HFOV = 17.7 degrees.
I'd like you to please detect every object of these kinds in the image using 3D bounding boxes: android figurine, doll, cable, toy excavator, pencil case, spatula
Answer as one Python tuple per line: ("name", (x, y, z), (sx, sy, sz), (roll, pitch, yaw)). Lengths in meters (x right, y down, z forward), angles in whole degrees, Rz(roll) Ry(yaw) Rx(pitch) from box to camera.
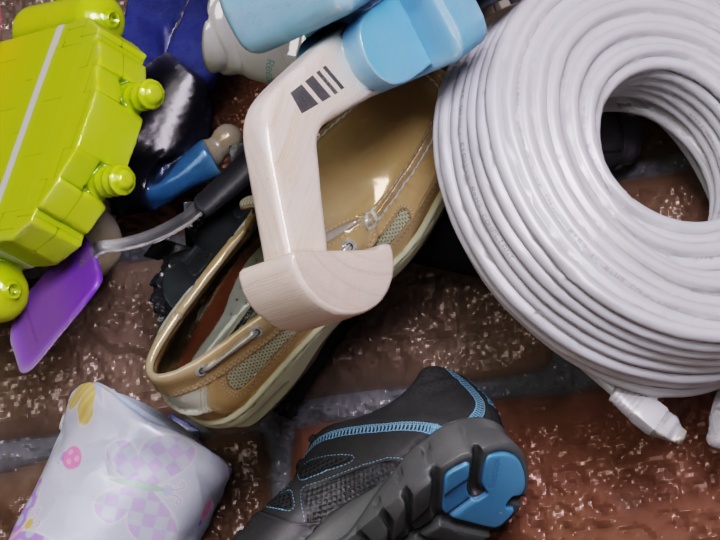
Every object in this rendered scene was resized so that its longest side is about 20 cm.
("android figurine", (-0.169, -0.059, 1.162), (0.200, 0.041, 0.183), (-7, 60, 48))
("doll", (-0.115, -0.086, 1.195), (0.136, 0.048, 0.201), (7, 71, 34))
("cable", (0.129, -0.044, 1.036), (0.200, 0.069, 0.200), (34, 57, -8))
("toy excavator", (-0.013, -0.096, 0.982), (0.100, 0.200, 0.195), (-17, 105, 46))
("pencil case", (-0.142, 0.152, 1.100), (0.090, 0.083, 0.200), (26, 82, 10))
("spatula", (-0.093, -0.025, 1.119), (0.200, 0.021, 0.057), (-36, 34, 2))

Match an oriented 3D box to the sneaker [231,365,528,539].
("sneaker", (-0.014, 0.124, 1.089), (0.200, 0.073, 0.082), (-33, 39, 6))

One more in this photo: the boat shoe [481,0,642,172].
("boat shoe", (0.082, -0.125, 1.152), (0.073, 0.063, 0.200), (-57, 43, 44))

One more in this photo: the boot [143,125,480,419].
("boot", (0.000, 0.000, 1.115), (0.198, 0.073, 0.163), (35, 82, 33))

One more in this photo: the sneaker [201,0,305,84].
("sneaker", (-0.003, -0.165, 1.165), (0.080, 0.071, 0.201), (19, 61, 17))

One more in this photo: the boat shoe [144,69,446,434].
("boat shoe", (-0.024, -0.017, 1.051), (0.072, 0.076, 0.200), (32, 85, 33))
